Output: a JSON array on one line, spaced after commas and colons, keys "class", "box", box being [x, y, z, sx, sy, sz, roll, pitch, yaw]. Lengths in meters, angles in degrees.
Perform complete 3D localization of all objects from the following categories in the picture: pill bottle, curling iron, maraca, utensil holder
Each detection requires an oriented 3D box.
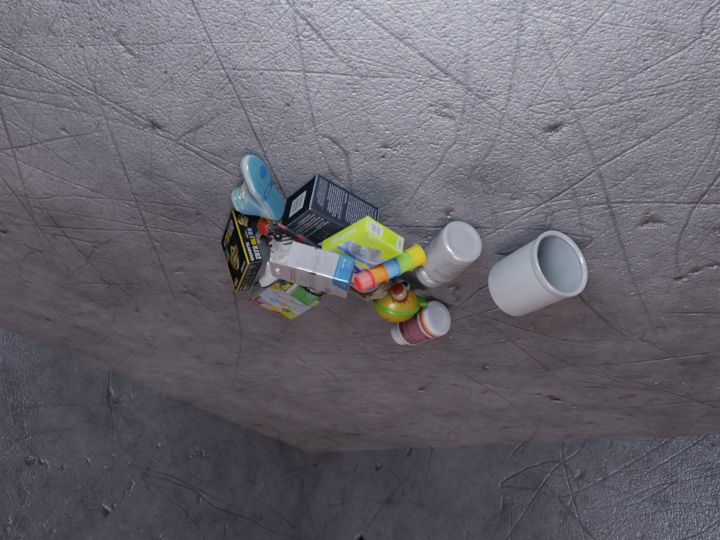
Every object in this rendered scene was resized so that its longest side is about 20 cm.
[{"class": "pill bottle", "box": [0.190, 0.177, 2.075, 0.112, 0.114, 0.199, 25, 148, -27]}, {"class": "curling iron", "box": [-0.152, -0.069, 1.588, 0.198, 0.026, 0.050, 23, 112, -31]}, {"class": "maraca", "box": [0.119, 0.093, 1.907, 0.136, 0.108, 0.199, 31, -152, 30]}, {"class": "pill bottle", "box": [0.224, -0.035, 1.674, 0.113, 0.116, 0.200, 17, 151, -14]}, {"class": "utensil holder", "box": [0.450, 0.013, 1.643, 0.168, 0.172, 0.200, 20, 153, -20]}]

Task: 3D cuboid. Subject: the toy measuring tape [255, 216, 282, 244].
[{"class": "toy measuring tape", "box": [-0.249, -0.103, 1.732, 0.073, 0.074, 0.200, 17, 146, -15]}]

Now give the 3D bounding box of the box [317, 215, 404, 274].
[{"class": "box", "box": [-0.005, -0.055, 1.553, 0.121, 0.048, 0.199, 29, 146, -31]}]

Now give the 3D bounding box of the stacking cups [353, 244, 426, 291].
[{"class": "stacking cups", "box": [0.074, 0.000, 1.631, 0.198, 0.061, 0.061, -28, 162, -23]}]

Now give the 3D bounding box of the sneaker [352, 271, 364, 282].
[{"class": "sneaker", "box": [0.000, 0.000, 1.704, 0.075, 0.199, 0.082, 26, 140, 49]}]

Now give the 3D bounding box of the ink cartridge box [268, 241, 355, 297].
[{"class": "ink cartridge box", "box": [-0.117, -0.006, 1.561, 0.197, 0.068, 0.116, 16, 159, 2]}]

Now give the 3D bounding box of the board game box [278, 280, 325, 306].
[{"class": "board game box", "box": [-0.148, 0.038, 1.763, 0.104, 0.024, 0.200, 34, 150, -13]}]

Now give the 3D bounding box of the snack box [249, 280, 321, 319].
[{"class": "snack box", "box": [-0.241, 0.075, 2.070, 0.167, 0.069, 0.199, 25, 146, -25]}]

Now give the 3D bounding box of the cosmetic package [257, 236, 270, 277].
[{"class": "cosmetic package", "box": [-0.205, -0.045, 1.798, 0.198, 0.108, 0.090, -10, 146, 28]}]

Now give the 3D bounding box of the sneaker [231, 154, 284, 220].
[{"class": "sneaker", "box": [-0.280, -0.201, 1.569, 0.129, 0.080, 0.201, 7, 143, 25]}]

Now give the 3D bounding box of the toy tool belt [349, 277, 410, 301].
[{"class": "toy tool belt", "box": [0.035, 0.018, 1.813, 0.198, 0.126, 0.123, 17, 152, 29]}]

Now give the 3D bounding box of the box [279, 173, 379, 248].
[{"class": "box", "box": [-0.076, -0.127, 1.605, 0.198, 0.108, 0.148, 27, 147, -28]}]

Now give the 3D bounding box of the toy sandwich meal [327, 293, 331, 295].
[{"class": "toy sandwich meal", "box": [-0.132, 0.012, 1.916, 0.202, 0.071, 0.206, 7, 152, 4]}]

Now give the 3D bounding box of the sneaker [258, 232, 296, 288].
[{"class": "sneaker", "box": [-0.220, -0.043, 1.686, 0.200, 0.076, 0.116, -36, 95, 30]}]

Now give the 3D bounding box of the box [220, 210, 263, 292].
[{"class": "box", "box": [-0.331, -0.052, 1.766, 0.049, 0.162, 0.200, -10, 161, -25]}]
